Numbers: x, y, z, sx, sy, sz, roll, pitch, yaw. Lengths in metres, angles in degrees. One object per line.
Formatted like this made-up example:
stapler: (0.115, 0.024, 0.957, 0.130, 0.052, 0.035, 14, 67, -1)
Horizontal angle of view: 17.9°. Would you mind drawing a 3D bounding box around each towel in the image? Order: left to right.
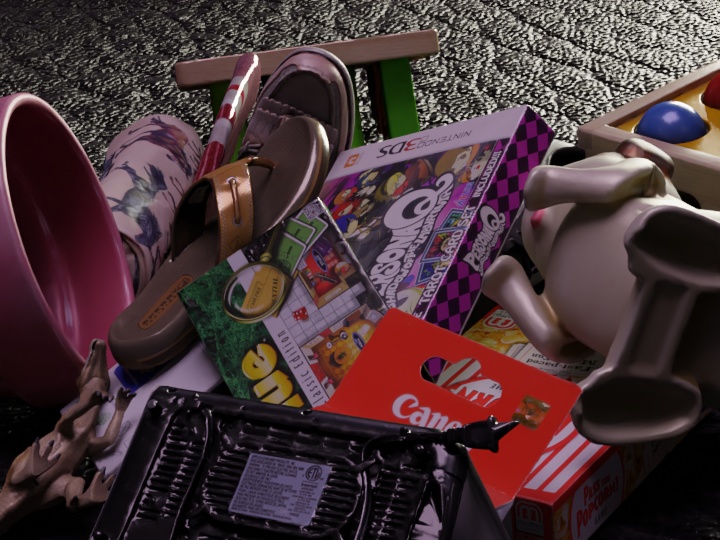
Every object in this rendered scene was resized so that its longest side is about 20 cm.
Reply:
towel: (-0.106, -0.042, 1.555, 0.023, 0.145, 0.200, 17, 33, -2)

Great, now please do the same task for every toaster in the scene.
toaster: (-0.029, 0.160, 1.064, 0.199, 0.119, 0.182, 6, 61, 26)

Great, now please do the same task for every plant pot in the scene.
plant pot: (-0.263, 0.006, 1.473, 0.178, 0.201, 0.200, -18, 23, 13)

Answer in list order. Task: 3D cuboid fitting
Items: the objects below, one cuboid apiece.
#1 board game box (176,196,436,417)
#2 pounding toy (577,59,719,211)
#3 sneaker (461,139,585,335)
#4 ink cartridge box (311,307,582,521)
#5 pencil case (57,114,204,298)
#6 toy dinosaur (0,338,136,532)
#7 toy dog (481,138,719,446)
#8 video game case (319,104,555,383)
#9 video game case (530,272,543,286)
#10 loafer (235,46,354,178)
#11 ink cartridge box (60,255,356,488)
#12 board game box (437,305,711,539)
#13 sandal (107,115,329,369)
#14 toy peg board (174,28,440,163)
board game box: (-0.020, 0.059, 1.302, 0.105, 0.023, 0.200, -36, 56, 4)
pounding toy: (0.282, -0.079, 1.551, 0.184, 0.143, 0.199, -26, 31, -35)
sneaker: (0.094, -0.027, 1.503, 0.079, 0.076, 0.201, 2, 43, 19)
ink cartridge box: (0.000, 0.114, 1.202, 0.162, 0.057, 0.201, 22, 79, 46)
pencil case: (-0.169, -0.037, 1.648, 0.078, 0.090, 0.200, 37, 27, -9)
toy dinosaur: (-0.187, 0.122, 1.332, 0.200, 0.058, 0.101, -50, 17, -30)
toy dog: (0.168, -0.007, 1.328, 0.193, 0.140, 0.200, 0, 23, -21)
video game case: (0.015, -0.005, 1.422, 0.181, 0.036, 0.201, -11, 43, 49)
video game case: (0.074, -0.030, 1.641, 0.181, 0.023, 0.200, 13, 31, 36)
loafer: (-0.057, -0.058, 1.551, 0.072, 0.201, 0.063, 26, 39, 3)
ink cartridge box: (-0.085, 0.051, 1.388, 0.200, 0.039, 0.099, -41, 30, -3)
board game box: (0.097, 0.094, 1.343, 0.151, 0.047, 0.200, 10, 30, 32)
sandal: (-0.090, -0.026, 1.404, 0.200, 0.054, 0.080, -49, 30, -17)
toy peg board: (-0.041, -0.125, 1.797, 0.199, 0.098, 0.199, -7, 3, -4)
